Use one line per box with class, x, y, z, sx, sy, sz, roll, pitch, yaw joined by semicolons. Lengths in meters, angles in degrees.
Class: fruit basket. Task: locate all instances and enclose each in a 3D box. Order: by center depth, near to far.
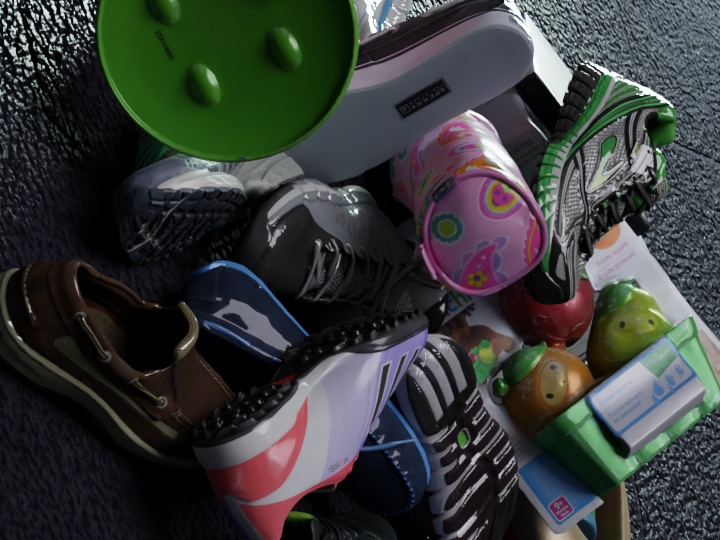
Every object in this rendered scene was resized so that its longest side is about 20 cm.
fruit basket;0.141;0.045;1.663;0.185;0.094;0.200;-34;89;-23

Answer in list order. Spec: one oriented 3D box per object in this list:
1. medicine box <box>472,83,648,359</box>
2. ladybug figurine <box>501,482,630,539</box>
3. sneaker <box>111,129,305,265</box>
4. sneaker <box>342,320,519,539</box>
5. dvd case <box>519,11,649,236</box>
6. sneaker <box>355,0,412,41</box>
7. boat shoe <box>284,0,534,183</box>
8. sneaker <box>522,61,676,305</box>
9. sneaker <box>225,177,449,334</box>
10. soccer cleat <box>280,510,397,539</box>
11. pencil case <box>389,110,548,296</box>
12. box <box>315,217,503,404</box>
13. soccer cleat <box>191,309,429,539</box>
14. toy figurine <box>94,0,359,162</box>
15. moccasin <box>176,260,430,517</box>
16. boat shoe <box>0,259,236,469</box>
medicine box;0.118;-0.061;1.826;0.200;0.103;0.182;48;14;-32
ladybug figurine;0.132;0.166;1.738;0.136;0.072;0.200;48;30;-30
sneaker;-0.111;-0.062;1.496;0.086;0.078;0.200;53;18;5
sneaker;0.029;0.101;1.595;0.076;0.115;0.200;-45;138;-29
dvd case;0.160;-0.110;1.832;0.143;0.018;0.200;52;12;-14
sneaker;-0.017;-0.170;1.768;0.087;0.075;0.200;42;26;-24
boat shoe;0.013;-0.123;1.601;0.074;0.199;0.068;53;13;-35
sneaker;0.158;-0.057;1.642;0.078;0.085;0.200;93;17;-52
sneaker;0.000;0.000;1.558;0.115;0.075;0.200;37;19;14
soccer cleat;-0.026;0.168;1.424;0.200;0.067;0.081;-38;130;-63
pencil case;0.065;-0.047;1.595;0.088;0.087;0.200;57;6;-17
box;0.046;0.054;1.717;0.145;0.036;0.200;60;27;-9
soccer cleat;-0.020;0.083;1.415;0.200;0.068;0.073;-36;110;-50
toy figurine;-0.083;-0.184;1.475;0.200;0.150;0.184;62;11;-17
moccasin;-0.044;0.085;1.489;0.200;0.080;0.068;42;36;-14
boat shoe;-0.117;0.052;1.359;0.202;0.075;0.075;32;41;-49
